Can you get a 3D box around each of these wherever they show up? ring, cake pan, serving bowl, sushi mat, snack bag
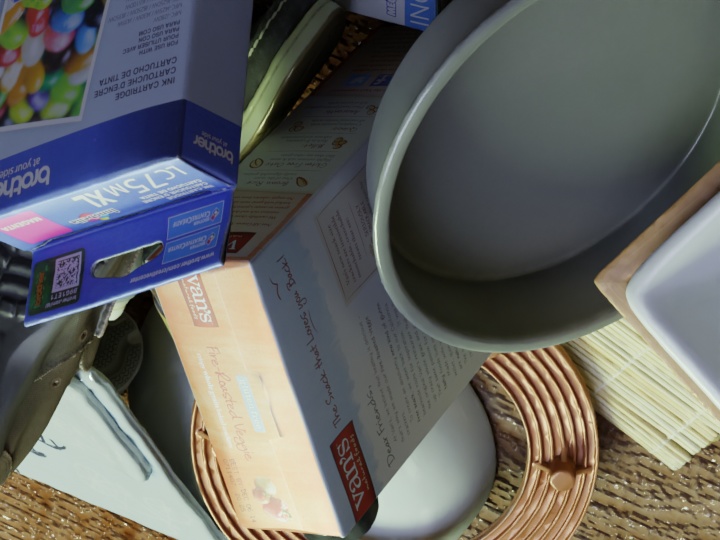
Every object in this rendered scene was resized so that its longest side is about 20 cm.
[{"bbox_3d":[0.016,0.089,1.320,0.199,0.019,0.201,2,121,3],"label":"ring"},{"bbox_3d":[0.086,-0.056,1.111,0.037,0.199,0.201,53,156,42],"label":"cake pan"},{"bbox_3d":[-0.035,0.092,1.391,0.199,0.066,0.201,16,137,16],"label":"serving bowl"},{"bbox_3d":[0.097,0.018,1.283,0.200,0.012,0.096,36,137,-7],"label":"sushi mat"},{"bbox_3d":[-0.173,0.074,1.378,0.188,0.021,0.200,18,157,29],"label":"snack bag"}]

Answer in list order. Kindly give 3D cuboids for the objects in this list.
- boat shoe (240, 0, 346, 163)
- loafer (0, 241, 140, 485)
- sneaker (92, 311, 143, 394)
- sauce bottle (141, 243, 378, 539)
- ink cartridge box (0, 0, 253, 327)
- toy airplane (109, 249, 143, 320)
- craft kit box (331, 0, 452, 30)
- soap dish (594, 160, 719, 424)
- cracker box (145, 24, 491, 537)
[{"bbox_3d":[-0.064,-0.082,1.209,0.066,0.072,0.201,40,158,-2],"label":"boat shoe"},{"bbox_3d":[-0.142,0.011,1.177,0.073,0.071,0.201,35,101,16],"label":"loafer"},{"bbox_3d":[-0.201,0.011,1.394,0.200,0.075,0.082,39,160,8],"label":"sneaker"},{"bbox_3d":[-0.037,0.051,1.235,0.064,0.065,0.200,4,143,26],"label":"sauce bottle"},{"bbox_3d":[-0.097,-0.086,1.095,0.119,0.201,0.042,-15,153,38],"label":"ink cartridge box"},{"bbox_3d":[-0.186,-0.044,1.234,0.199,0.142,0.199,37,149,-32],"label":"toy airplane"},{"bbox_3d":[-0.052,-0.207,1.125,0.196,0.049,0.201,14,136,13],"label":"craft kit box"},{"bbox_3d":[0.219,0.024,1.104,0.157,0.081,0.200,-44,85,17],"label":"soap dish"},{"bbox_3d":[0.000,0.000,1.162,0.057,0.200,0.135,2,123,33],"label":"cracker box"}]
